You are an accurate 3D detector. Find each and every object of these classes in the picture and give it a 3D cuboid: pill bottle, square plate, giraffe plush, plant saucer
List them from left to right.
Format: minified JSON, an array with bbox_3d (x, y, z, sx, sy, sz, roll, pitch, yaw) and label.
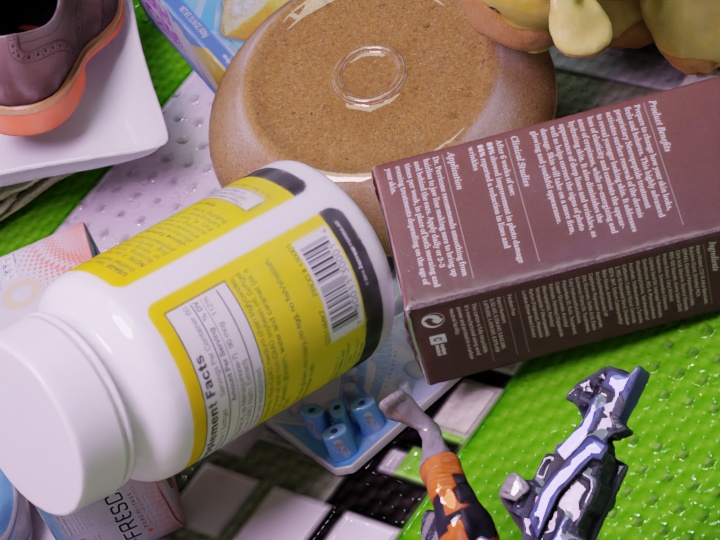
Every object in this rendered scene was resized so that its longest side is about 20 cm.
[{"bbox_3d":[-0.223,-0.102,1.679,0.197,0.029,0.200,-11,37,-6],"label":"square plate"},{"bbox_3d":[-0.090,0.034,1.388,0.199,0.115,0.114,-29,38,-32],"label":"pill bottle"},{"bbox_3d":[0.008,-0.099,1.542,0.199,0.036,0.201,-6,56,9],"label":"plant saucer"},{"bbox_3d":[0.118,-0.177,1.495,0.172,0.201,0.162,27,48,31],"label":"giraffe plush"}]

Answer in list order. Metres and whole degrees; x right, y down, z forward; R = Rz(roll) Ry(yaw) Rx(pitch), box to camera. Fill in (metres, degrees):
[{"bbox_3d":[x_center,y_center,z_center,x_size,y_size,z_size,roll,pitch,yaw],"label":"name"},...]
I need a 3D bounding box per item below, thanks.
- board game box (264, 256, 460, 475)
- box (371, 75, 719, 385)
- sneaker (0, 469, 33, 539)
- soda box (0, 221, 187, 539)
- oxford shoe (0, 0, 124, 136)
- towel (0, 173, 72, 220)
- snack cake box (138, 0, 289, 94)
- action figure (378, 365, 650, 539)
[{"bbox_3d":[0.000,0.000,1.524,0.200,0.026,0.200,-41,43,-17],"label":"board game box"},{"bbox_3d":[0.114,-0.022,1.429,0.199,0.075,0.101,-15,52,3],"label":"box"},{"bbox_3d":[-0.219,0.087,1.507,0.072,0.073,0.200,-24,40,2],"label":"sneaker"},{"bbox_3d":[-0.152,0.065,1.503,0.068,0.064,0.200,-24,40,1],"label":"soda box"},{"bbox_3d":[-0.185,-0.164,1.670,0.071,0.073,0.200,-3,37,7],"label":"oxford shoe"},{"bbox_3d":[-0.265,-0.080,1.730,0.148,0.037,0.200,-32,41,-10],"label":"towel"},{"bbox_3d":[-0.055,-0.161,1.688,0.115,0.067,0.200,-33,42,-8],"label":"snack cake box"},{"bbox_3d":[0.078,0.131,1.295,0.193,0.104,0.201,33,91,39],"label":"action figure"}]
